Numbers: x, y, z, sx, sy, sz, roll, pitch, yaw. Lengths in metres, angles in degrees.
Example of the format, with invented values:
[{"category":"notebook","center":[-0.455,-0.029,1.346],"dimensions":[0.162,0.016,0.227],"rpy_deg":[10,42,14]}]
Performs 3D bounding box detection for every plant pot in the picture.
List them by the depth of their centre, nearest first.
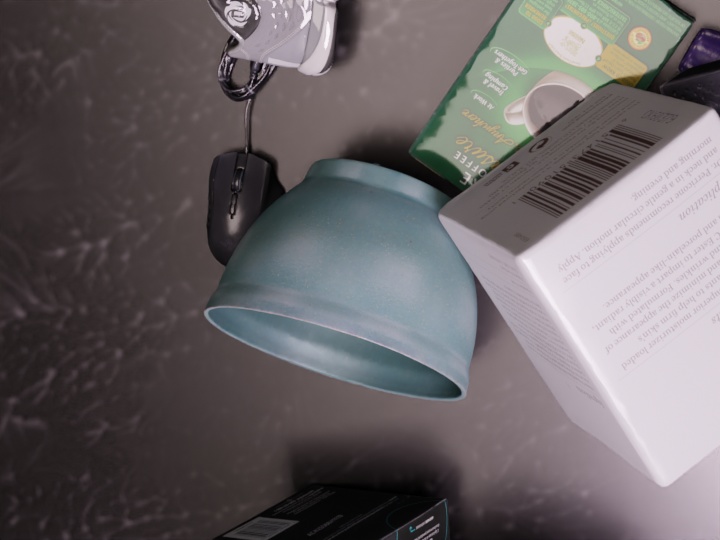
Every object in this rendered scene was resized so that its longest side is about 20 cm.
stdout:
[{"category":"plant pot","center":[0.000,0.000,1.260],"dimensions":[0.200,0.200,0.135],"rpy_deg":[16,78,8]}]

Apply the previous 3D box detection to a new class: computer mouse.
[{"category":"computer mouse","center":[-0.089,-0.098,1.327],"dimensions":[0.058,0.034,0.201],"rpy_deg":[6,102,11]}]

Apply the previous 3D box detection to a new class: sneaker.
[{"category":"sneaker","center":[-0.067,-0.246,1.260],"dimensions":[0.115,0.075,0.201],"rpy_deg":[5,103,-4]}]

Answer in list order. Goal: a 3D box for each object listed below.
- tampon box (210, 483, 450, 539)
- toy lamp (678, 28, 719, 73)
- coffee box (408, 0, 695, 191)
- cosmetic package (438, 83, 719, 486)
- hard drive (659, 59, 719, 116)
[{"category":"tampon box","center":[-0.016,0.284,1.314],"dimensions":[0.126,0.150,0.201],"rpy_deg":[2,102,31]},{"category":"toy lamp","center":[0.321,-0.109,1.227],"dimensions":[0.200,0.058,0.058],"rpy_deg":[31,106,5]},{"category":"coffee box","center":[0.139,-0.135,1.266],"dimensions":[0.123,0.044,0.200],"rpy_deg":[34,105,3]},{"category":"cosmetic package","center":[0.189,0.005,1.176],"dimensions":[0.165,0.165,0.200],"rpy_deg":[-36,109,-7]},{"category":"hard drive","center":[0.306,-0.069,1.202],"dimensions":[0.135,0.042,0.200],"rpy_deg":[-13,120,36]}]
